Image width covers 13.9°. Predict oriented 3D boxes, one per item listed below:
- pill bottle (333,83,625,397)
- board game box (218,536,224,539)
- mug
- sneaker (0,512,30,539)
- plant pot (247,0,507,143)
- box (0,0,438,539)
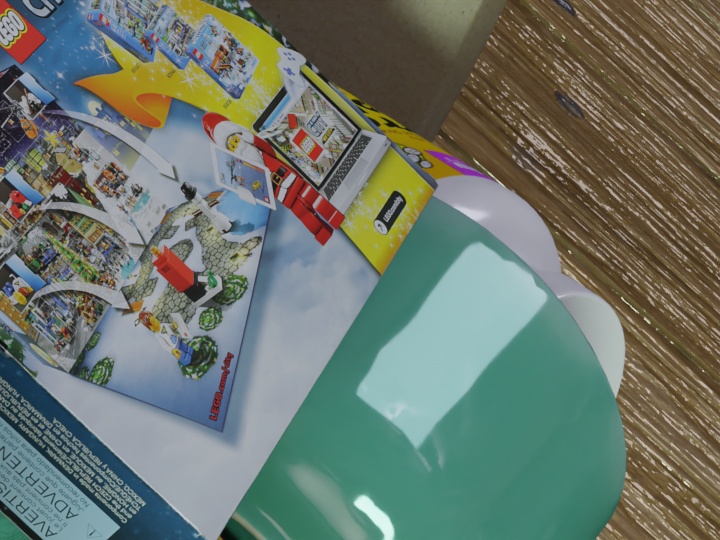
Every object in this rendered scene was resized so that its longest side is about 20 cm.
[{"bbox_3d":[0.000,0.000,1.039,0.104,0.104,0.200,18,11,-47],"label":"pill bottle"},{"bbox_3d":[-0.123,0.077,0.810,0.200,0.046,0.151,49,39,11],"label":"board game box"},{"bbox_3d":[-0.004,0.076,0.911,0.114,0.152,0.185,-44,109,-36],"label":"mug"},{"bbox_3d":[-0.145,0.044,0.732,0.200,0.074,0.088,-12,57,-41],"label":"sneaker"},{"bbox_3d":[-0.036,-0.141,1.208,0.200,0.177,0.200,37,24,-20],"label":"plant pot"},{"bbox_3d":[-0.065,-0.017,0.765,0.137,0.038,0.200,43,31,-6],"label":"box"}]
